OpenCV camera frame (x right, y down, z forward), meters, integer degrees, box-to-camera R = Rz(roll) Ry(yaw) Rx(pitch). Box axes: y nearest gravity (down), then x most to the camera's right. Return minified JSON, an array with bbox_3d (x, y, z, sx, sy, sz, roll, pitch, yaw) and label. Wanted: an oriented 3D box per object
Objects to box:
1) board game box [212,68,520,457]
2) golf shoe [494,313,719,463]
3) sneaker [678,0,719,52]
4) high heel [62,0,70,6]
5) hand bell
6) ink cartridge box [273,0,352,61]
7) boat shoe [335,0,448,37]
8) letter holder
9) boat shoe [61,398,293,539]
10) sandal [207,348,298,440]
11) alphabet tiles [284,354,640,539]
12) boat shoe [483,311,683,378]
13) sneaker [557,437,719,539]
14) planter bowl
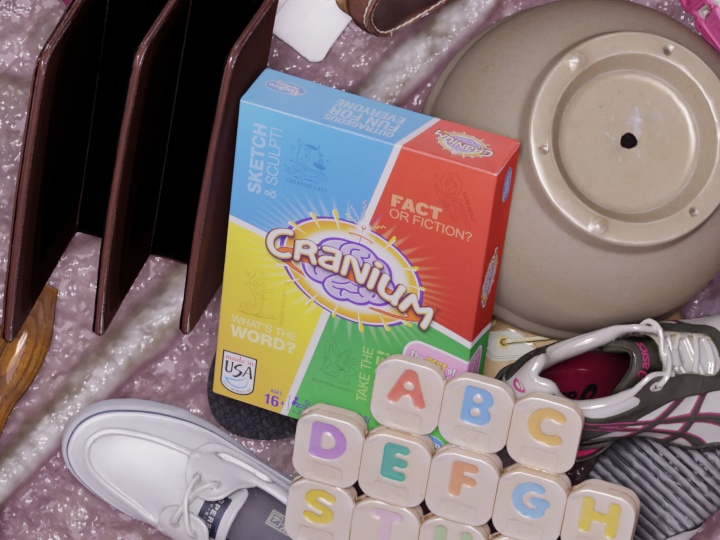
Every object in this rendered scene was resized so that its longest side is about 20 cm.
[{"bbox_3d":[0.000,0.000,1.675,0.153,0.040,0.200,16,125,14],"label":"board game box"},{"bbox_3d":[0.175,0.062,1.701,0.199,0.088,0.077,-13,72,-12],"label":"golf shoe"},{"bbox_3d":[0.212,-0.222,1.709,0.087,0.074,0.200,-13,81,-9],"label":"sneaker"},{"bbox_3d":[-0.173,-0.146,1.720,0.200,0.067,0.096,30,105,-4],"label":"high heel"},{"bbox_3d":[-0.224,0.100,1.767,0.104,0.104,0.200,23,86,-8],"label":"hand bell"},{"bbox_3d":[-0.070,-0.216,1.709,0.200,0.068,0.115,36,96,-9],"label":"ink cartridge box"},{"bbox_3d":[0.074,-0.203,1.710,0.200,0.070,0.070,-44,64,6],"label":"boat shoe"},{"bbox_3d":[-0.125,-0.055,1.653,0.100,0.142,0.200,17,127,7],"label":"letter holder"},{"bbox_3d":[-0.083,0.136,1.778,0.200,0.065,0.074,21,99,-8],"label":"boat shoe"},{"bbox_3d":[-0.025,0.017,1.762,0.075,0.045,0.200,32,113,6],"label":"sandal"},{"bbox_3d":[0.055,0.140,1.704,0.199,0.015,0.196,15,126,9],"label":"alphabet tiles"},{"bbox_3d":[0.099,0.052,1.776,0.199,0.074,0.067,-1,76,-9],"label":"boat shoe"},{"bbox_3d":[0.159,0.150,1.788,0.200,0.088,0.074,-46,77,10],"label":"sneaker"},{"bbox_3d":[0.138,-0.065,1.691,0.200,0.135,0.201,1,83,-9],"label":"planter bowl"}]
